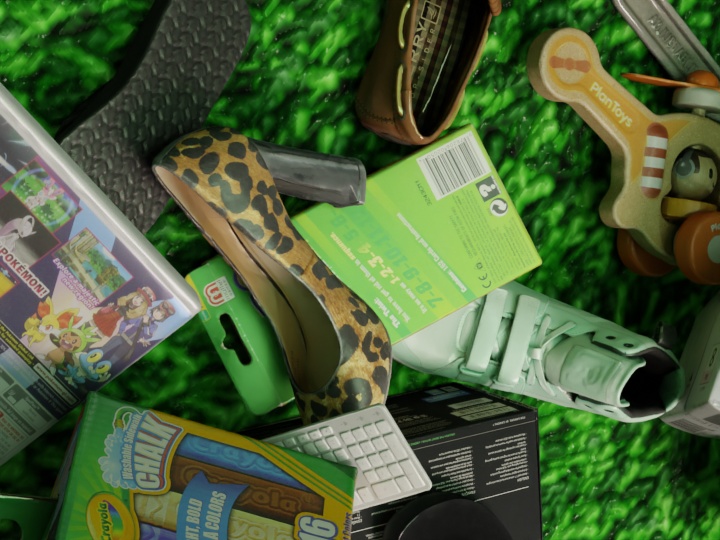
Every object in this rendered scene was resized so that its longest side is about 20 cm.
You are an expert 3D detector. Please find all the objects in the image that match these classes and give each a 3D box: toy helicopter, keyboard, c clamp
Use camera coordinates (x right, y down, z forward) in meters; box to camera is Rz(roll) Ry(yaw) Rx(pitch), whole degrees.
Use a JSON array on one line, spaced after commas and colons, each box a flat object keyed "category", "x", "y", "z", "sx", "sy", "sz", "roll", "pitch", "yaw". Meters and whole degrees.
[{"category": "toy helicopter", "x": 0.183, "y": -0.090, "z": 1.496, "sx": 0.200, "sy": 0.079, "sz": 0.132, "roll": 41, "pitch": 75, "yaw": -27}, {"category": "keyboard", "x": -0.049, "y": 0.121, "z": 1.328, "sx": 0.011, "sy": 0.200, "sz": 0.056, "roll": -39, "pitch": 105, "yaw": -51}, {"category": "c clamp", "x": 0.239, "y": -0.203, "z": 1.538, "sx": 0.171, "sy": 0.027, "sz": 0.200, "roll": -45, "pitch": 117, "yaw": -17}]

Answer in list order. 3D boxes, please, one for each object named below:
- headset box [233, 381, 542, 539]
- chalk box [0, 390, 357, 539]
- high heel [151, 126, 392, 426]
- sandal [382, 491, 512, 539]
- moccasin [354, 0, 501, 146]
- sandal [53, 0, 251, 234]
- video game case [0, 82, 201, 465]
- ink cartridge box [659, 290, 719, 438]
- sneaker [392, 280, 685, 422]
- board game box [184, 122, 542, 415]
[{"category": "headset box", "x": 0.018, "y": 0.186, "z": 1.430, "sx": 0.174, "sy": 0.093, "sz": 0.200, "roll": -12, "pitch": 104, "yaw": -29}, {"category": "chalk box", "x": -0.116, "y": 0.158, "z": 1.259, "sx": 0.200, "sy": 0.124, "sz": 0.125, "roll": 18, "pitch": 127, "yaw": -9}, {"category": "high heel", "x": -0.056, "y": 0.022, "z": 1.311, "sx": 0.142, "sy": 0.071, "sz": 0.200, "roll": 8, "pitch": 72, "yaw": -40}, {"category": "sandal", "x": 0.083, "y": 0.207, "z": 1.393, "sx": 0.076, "sy": 0.043, "sz": 0.200, "roll": -44, "pitch": 118, "yaw": -18}, {"category": "moccasin", "x": 0.054, "y": -0.172, "z": 1.402, "sx": 0.074, "sy": 0.078, "sz": 0.202, "roll": 26, "pitch": 84, "yaw": -29}, {"category": "sandal", "x": -0.129, "y": -0.081, "z": 1.332, "sx": 0.075, "sy": 0.048, "sz": 0.201, "roll": 46, "pitch": 62, "yaw": -27}, {"category": "video game case", "x": -0.216, "y": 0.006, "z": 1.261, "sx": 0.182, "sy": 0.023, "sz": 0.200, "roll": -37, "pitch": 117, "yaw": 7}, {"category": "ink cartridge box", "x": 0.251, "y": 0.004, "z": 1.471, "sx": 0.057, "sy": 0.163, "sz": 0.200, "roll": 17, "pitch": 82, "yaw": 0}, {"category": "sneaker", "x": 0.107, "y": 0.043, "z": 1.446, "sx": 0.200, "sy": 0.118, "sz": 0.074, "roll": 13, "pitch": 93, "yaw": -31}, {"category": "board game box", "x": 0.000, "y": 0.000, "z": 1.397, "sx": 0.200, "sy": 0.030, "sz": 0.096, "roll": -28, "pitch": 94, "yaw": -15}]
